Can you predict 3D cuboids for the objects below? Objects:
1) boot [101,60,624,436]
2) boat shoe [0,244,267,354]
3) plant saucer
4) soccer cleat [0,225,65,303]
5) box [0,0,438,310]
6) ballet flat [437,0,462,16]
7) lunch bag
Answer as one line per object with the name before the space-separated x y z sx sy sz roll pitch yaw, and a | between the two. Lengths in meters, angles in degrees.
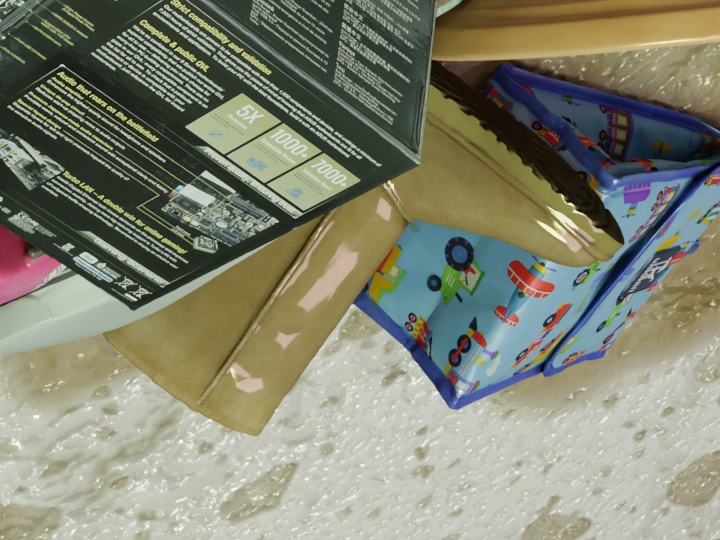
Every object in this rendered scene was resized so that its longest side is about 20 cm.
boot | 0.000 0.000 1.076 0.200 0.175 0.066 -51 179 18
boat shoe | -0.100 -0.020 1.030 0.200 0.064 0.071 -27 166 29
plant saucer | 0.126 -0.122 1.017 0.200 0.200 0.038 -11 99 -27
soccer cleat | -0.220 0.005 0.983 0.199 0.070 0.086 -12 152 -21
box | -0.098 -0.091 0.844 0.164 0.086 0.200 -26 133 37
ballet flat | -0.042 -0.112 0.985 0.199 0.069 0.071 -18 162 -11
lunch bag | 0.116 -0.017 1.195 0.200 0.094 0.151 -1 132 -52
